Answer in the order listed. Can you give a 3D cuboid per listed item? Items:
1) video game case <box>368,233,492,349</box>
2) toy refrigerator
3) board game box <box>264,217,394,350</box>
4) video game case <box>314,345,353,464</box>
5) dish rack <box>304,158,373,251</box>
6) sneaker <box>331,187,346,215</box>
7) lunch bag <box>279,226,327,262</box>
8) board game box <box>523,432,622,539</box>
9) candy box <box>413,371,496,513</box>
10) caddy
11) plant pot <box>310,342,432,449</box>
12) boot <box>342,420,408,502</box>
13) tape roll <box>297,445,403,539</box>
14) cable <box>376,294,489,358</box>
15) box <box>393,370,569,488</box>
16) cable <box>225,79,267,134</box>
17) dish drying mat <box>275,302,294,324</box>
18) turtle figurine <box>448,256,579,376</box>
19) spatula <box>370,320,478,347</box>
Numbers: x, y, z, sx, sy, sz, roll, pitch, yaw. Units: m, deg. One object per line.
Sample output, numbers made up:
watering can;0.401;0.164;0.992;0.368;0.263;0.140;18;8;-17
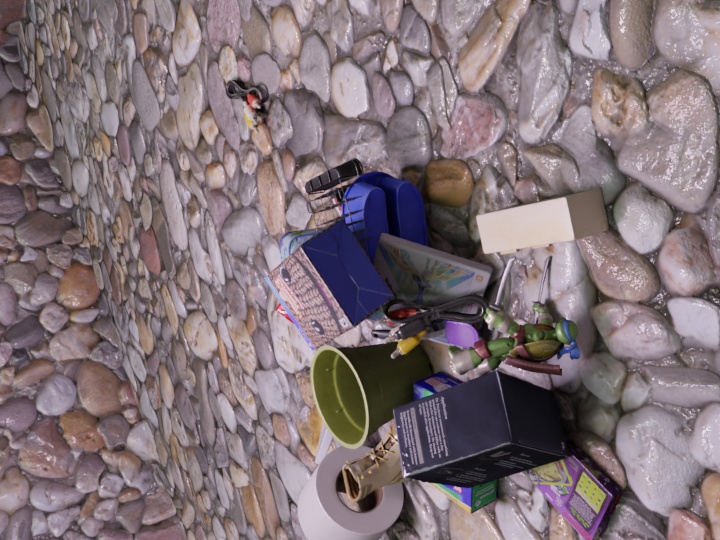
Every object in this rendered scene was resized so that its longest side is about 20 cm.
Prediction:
video game case;0.110;0.040;1.550;0.198;0.022;0.184;18;128;4
toy refrigerator;0.271;-0.070;1.337;0.199;0.075;0.071;-8;96;57
board game box;-0.058;0.028;1.516;0.160;0.097;0.200;56;152;1
video game case;-0.057;0.295;1.946;0.183;0.022;0.201;-80;7;-48
dish rack;-0.032;-0.083;1.560;0.153;0.054;0.202;-14;91;62
sneaker;-0.006;-0.071;1.777;0.202;0.067;0.109;48;136;33
lunch bag;-0.081;0.012;1.843;0.082;0.159;0.202;-162;63;-66
board game box;0.332;0.334;1.450;0.200;0.032;0.121;47;134;39
candy box;0.175;0.316;1.641;0.169;0.076;0.202;23;123;51
caddy;0.041;-0.080;1.626;0.105;0.140;0.202;14;114;61
plant pot;0.034;0.219;1.717;0.199;0.188;0.202;28;125;50
boot;0.042;0.370;1.796;0.073;0.154;0.202;41;135;41
tape roll;-0.023;0.497;1.908;0.204;0.201;0.140;58;144;25
cable;0.120;0.073;1.522;0.098;0.198;0.050;65;-168;-2
box;0.191;0.258;1.403;0.199;0.196;0.119;-25;61;30
cable;-0.275;-0.408;2.075;0.200;0.050;0.098;46;137;37
dish drying mat;-0.088;0.022;1.760;0.077;0.018;0.201;37;107;5
turtle figurine;0.230;0.078;1.374;0.193;0.144;0.201;-31;98;29
spatula;0.112;0.113;1.566;0.198;0.021;0.057;-1;126;18
